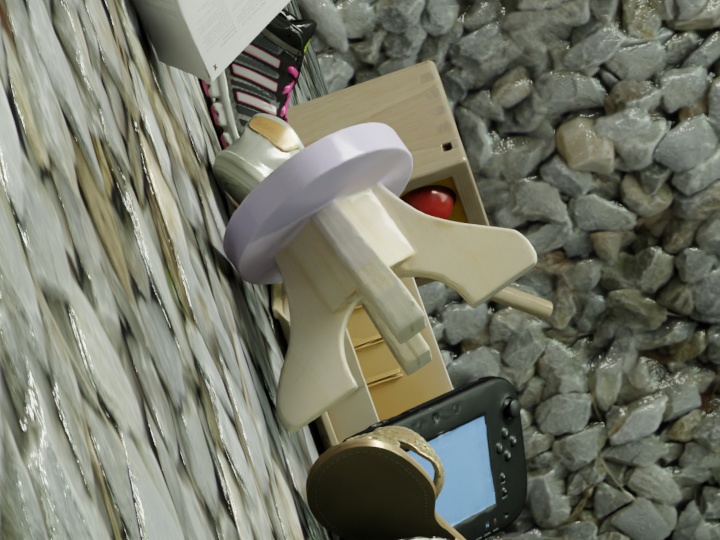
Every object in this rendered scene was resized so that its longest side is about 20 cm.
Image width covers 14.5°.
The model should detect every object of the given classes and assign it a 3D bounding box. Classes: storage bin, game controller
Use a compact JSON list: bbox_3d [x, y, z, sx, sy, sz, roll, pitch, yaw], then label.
[{"bbox_3d":[0.012,0.078,1.991,0.199,0.094,0.200,-100,171,-73],"label":"storage bin"},{"bbox_3d":[0.048,0.139,1.857,0.200,0.042,0.105,-21,99,-51],"label":"game controller"}]

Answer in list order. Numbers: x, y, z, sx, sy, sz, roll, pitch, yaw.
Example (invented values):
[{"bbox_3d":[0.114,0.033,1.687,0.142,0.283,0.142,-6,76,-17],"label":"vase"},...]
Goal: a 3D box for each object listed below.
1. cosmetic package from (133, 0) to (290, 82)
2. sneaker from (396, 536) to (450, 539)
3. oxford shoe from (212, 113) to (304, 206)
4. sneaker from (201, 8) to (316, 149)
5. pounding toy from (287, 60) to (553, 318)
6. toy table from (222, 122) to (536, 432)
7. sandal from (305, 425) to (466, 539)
[{"bbox_3d":[-0.056,-0.213,1.709,0.051,0.200,0.083,23,-30,37],"label":"cosmetic package"},{"bbox_3d":[0.038,0.230,1.759,0.200,0.077,0.085,65,14,-55],"label":"sneaker"},{"bbox_3d":[-0.047,-0.050,1.871,0.075,0.058,0.200,31,-10,17],"label":"oxford shoe"},{"bbox_3d":[-0.065,-0.139,1.973,0.074,0.087,0.200,-93,165,-79],"label":"sneaker"},{"bbox_3d":[0.033,-0.039,2.235,0.200,0.184,0.142,67,6,-58],"label":"pounding toy"},{"bbox_3d":[0.000,0.000,1.708,0.117,0.184,0.200,55,9,11],"label":"toy table"},{"bbox_3d":[0.019,0.132,1.753,0.212,0.077,0.070,56,24,-52],"label":"sandal"}]
